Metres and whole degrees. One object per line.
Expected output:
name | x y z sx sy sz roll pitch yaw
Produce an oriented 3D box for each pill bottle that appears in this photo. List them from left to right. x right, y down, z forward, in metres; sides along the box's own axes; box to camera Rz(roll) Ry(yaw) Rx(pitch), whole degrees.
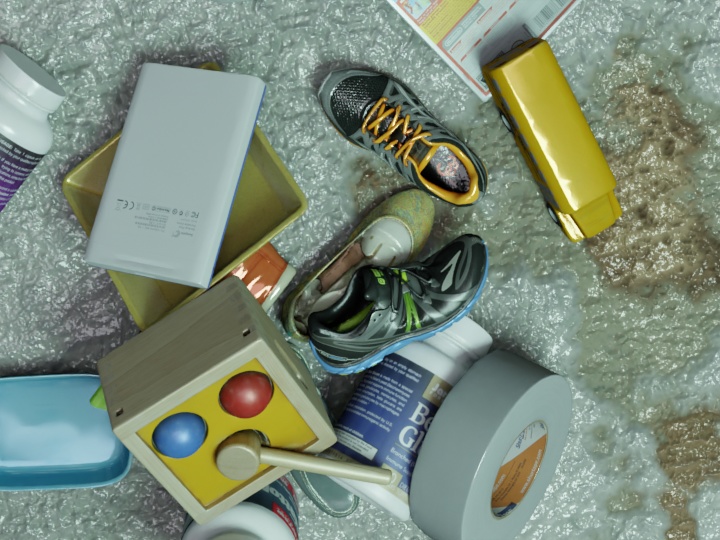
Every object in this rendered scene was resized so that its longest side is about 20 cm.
pill bottle | -0.370 -0.112 1.271 0.112 0.113 0.200 39 98 -10
pill bottle | -0.119 0.273 1.324 0.118 0.200 0.121 -1 103 -3
pill bottle | 0.049 0.135 1.330 0.110 0.111 0.201 33 79 -9

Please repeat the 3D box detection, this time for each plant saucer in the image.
plant saucer | -0.165 -0.066 1.286 0.199 0.048 0.201 -37 65 6

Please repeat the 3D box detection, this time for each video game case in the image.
video game case | 0.104 -0.279 1.279 0.143 0.017 0.200 -45 116 7

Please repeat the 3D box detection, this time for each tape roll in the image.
tape roll | 0.131 0.183 1.318 0.066 0.199 0.203 25 103 30

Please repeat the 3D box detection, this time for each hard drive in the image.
hard drive | -0.175 -0.092 1.257 0.130 0.025 0.203 10 78 23

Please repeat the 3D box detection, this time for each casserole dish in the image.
casserole dish | -0.321 0.162 1.373 0.197 0.039 0.123 -3 103 -1

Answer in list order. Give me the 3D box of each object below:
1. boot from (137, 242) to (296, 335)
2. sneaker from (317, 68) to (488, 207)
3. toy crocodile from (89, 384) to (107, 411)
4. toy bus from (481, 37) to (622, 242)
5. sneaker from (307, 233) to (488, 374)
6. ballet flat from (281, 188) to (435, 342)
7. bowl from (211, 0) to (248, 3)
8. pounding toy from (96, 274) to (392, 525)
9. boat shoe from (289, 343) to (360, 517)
boot | -0.152 0.046 1.340 0.107 0.075 0.201 37 97 -15
sneaker | 0.047 -0.130 1.306 0.199 0.077 0.079 33 101 -8
toy crocodile | -0.177 0.144 1.336 0.199 0.062 0.068 23 122 -39
toy bus | 0.192 -0.125 1.308 0.065 0.078 0.202 -29 104 -1
sneaker | 0.037 0.026 1.286 0.198 0.071 0.083 -30 131 -2
ballet flat | 0.000 0.000 1.338 0.200 0.071 0.071 -42 101 6
bowl | -0.088 -0.360 1.250 0.197 0.075 0.202 -16 104 2
pounding toy | -0.105 0.139 1.234 0.183 0.143 0.201 -31 129 3
boat shoe | -0.053 0.174 1.376 0.072 0.062 0.202 -22 103 0
